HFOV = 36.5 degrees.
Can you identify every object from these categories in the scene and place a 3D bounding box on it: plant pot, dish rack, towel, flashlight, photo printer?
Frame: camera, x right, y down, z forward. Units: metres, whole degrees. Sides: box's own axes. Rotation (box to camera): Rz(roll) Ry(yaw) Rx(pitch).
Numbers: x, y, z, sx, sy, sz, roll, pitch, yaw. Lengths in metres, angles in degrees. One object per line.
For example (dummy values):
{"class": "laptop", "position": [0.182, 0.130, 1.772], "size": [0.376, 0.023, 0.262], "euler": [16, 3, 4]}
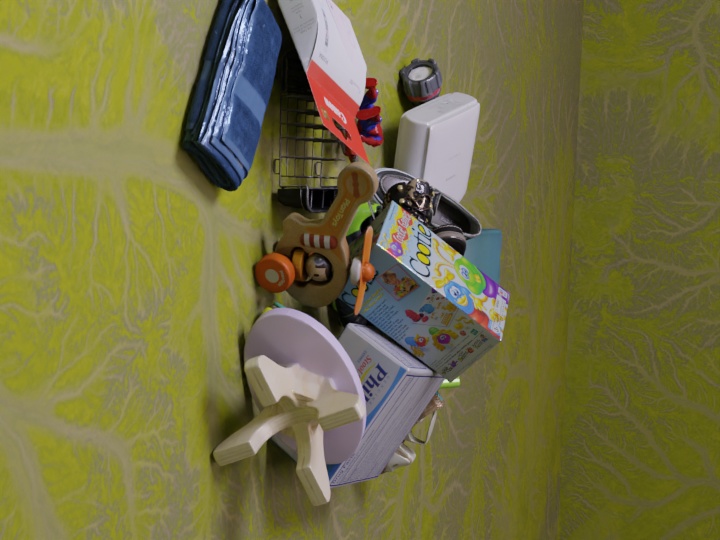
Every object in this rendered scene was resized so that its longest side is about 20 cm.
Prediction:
{"class": "plant pot", "position": [0.127, -0.002, 1.791], "size": [0.200, 0.140, 0.143], "euler": [0, 93, -61]}
{"class": "dish rack", "position": [-0.057, -0.175, 1.372], "size": [0.153, 0.054, 0.202], "euler": [-12, 104, -70]}
{"class": "towel", "position": [-0.131, -0.195, 1.178], "size": [0.112, 0.048, 0.202], "euler": [54, 43, -61]}
{"class": "flashlight", "position": [0.117, -0.254, 1.807], "size": [0.201, 0.067, 0.068], "euler": [70, 28, -45]}
{"class": "photo printer", "position": [0.116, -0.168, 1.743], "size": [0.166, 0.069, 0.202], "euler": [-30, 136, -48]}

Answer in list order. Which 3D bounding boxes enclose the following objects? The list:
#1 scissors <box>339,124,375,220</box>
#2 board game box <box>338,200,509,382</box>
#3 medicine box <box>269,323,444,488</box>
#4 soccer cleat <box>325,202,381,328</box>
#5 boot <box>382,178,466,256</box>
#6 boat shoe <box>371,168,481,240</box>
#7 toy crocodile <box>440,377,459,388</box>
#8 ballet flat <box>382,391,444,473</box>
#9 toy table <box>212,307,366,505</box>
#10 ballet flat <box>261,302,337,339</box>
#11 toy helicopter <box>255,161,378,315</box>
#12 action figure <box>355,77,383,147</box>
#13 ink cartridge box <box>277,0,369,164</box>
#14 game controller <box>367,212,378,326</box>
{"class": "scissors", "position": [-0.008, -0.148, 1.438], "size": [0.201, 0.014, 0.074], "euler": [-108, -168, -51]}
{"class": "board game box", "position": [0.078, 0.027, 1.385], "size": [0.199, 0.105, 0.103], "euler": [38, 36, -12]}
{"class": "medicine box", "position": [0.004, 0.173, 1.416], "size": [0.183, 0.103, 0.200], "euler": [-56, 160, 7]}
{"class": "soccer cleat", "position": [0.000, 0.000, 1.513], "size": [0.068, 0.080, 0.202], "euler": [-45, 135, -60]}
{"class": "boot", "position": [0.080, -0.057, 1.509], "size": [0.200, 0.073, 0.152], "euler": [130, -35, -58]}
{"class": "boat shoe", "position": [0.099, -0.102, 1.640], "size": [0.199, 0.071, 0.073], "euler": [22, 76, -25]}
{"class": "toy crocodile", "position": [0.094, 0.114, 1.615], "size": [0.200, 0.067, 0.062], "euler": [-125, -145, -52]}
{"class": "ballet flat", "position": [0.062, 0.250, 1.617], "size": [0.201, 0.065, 0.070], "euler": [-61, 168, 29]}
{"class": "toy table", "position": [-0.073, 0.156, 1.237], "size": [0.201, 0.183, 0.117], "euler": [53, 21, -13]}
{"class": "ballet flat", "position": [-0.077, 0.095, 1.367], "size": [0.067, 0.066, 0.200], "euler": [-62, 153, -5]}
{"class": "toy helicopter", "position": [-0.027, -0.036, 1.278], "size": [0.201, 0.132, 0.079], "euler": [-60, 175, 32]}
{"class": "action figure", "position": [0.007, -0.210, 1.501], "size": [0.200, 0.051, 0.066], "euler": [61, 17, -82]}
{"class": "ink cartridge box", "position": [-0.029, -0.247, 1.326], "size": [0.201, 0.057, 0.162], "euler": [66, 14, 20]}
{"class": "game controller", "position": [0.021, 0.012, 1.603], "size": [0.104, 0.042, 0.202], "euler": [-107, -169, -70]}
